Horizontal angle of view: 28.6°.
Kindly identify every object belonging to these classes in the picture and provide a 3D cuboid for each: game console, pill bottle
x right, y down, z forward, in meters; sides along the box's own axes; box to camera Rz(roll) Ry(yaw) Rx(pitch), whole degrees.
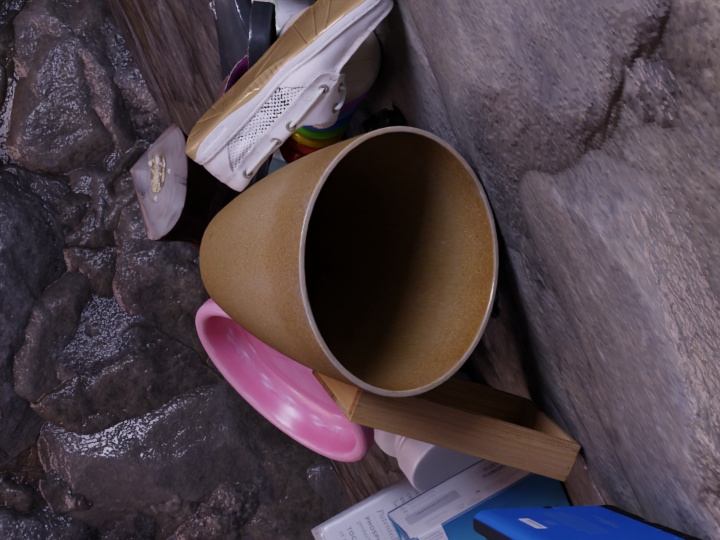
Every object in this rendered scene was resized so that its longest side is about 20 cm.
[{"bbox_3d":[0.183,0.238,1.010,0.200,0.168,0.120,164,106,-80],"label":"game console"},{"bbox_3d":[0.045,0.111,1.398,0.201,0.113,0.114,56,168,35],"label":"pill bottle"}]

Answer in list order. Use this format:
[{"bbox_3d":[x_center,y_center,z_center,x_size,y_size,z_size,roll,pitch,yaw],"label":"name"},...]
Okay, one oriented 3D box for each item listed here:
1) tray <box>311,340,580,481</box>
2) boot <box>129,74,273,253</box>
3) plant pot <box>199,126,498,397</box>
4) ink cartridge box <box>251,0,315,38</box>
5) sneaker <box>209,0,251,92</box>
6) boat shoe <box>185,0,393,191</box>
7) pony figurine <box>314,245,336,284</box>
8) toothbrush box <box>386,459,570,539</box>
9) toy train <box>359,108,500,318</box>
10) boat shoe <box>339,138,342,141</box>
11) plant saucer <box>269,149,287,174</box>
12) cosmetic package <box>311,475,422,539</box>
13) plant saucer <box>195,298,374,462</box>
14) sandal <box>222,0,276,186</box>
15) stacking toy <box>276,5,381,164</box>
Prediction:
[{"bbox_3d":[0.067,0.111,1.120,0.198,0.037,0.099,19,-170,-24],"label":"tray"},{"bbox_3d":[-0.137,-0.106,1.222,0.200,0.063,0.189,29,-116,-73],"label":"boot"},{"bbox_3d":[-0.029,-0.008,1.060,0.199,0.186,0.188,2,122,52],"label":"plant pot"},{"bbox_3d":[-0.079,-0.274,1.240,0.146,0.047,0.202,113,147,-77],"label":"ink cartridge box"},{"bbox_3d":[-0.125,-0.234,1.545,0.107,0.074,0.200,67,162,6],"label":"sneaker"},{"bbox_3d":[-0.041,-0.137,1.052,0.069,0.200,0.071,42,-158,-21],"label":"boat shoe"},{"bbox_3d":[0.000,0.000,1.255,0.193,0.167,0.200,41,180,-5],"label":"pony figurine"},{"bbox_3d":[0.135,0.281,1.277,0.202,0.145,0.085,64,171,-13],"label":"toothbrush box"},{"bbox_3d":[0.053,-0.043,1.139,0.201,0.045,0.034,60,170,19],"label":"toy train"},{"bbox_3d":[-0.060,-0.158,1.396,0.203,0.074,0.086,59,179,-37],"label":"boat shoe"},{"bbox_3d":[-0.055,-0.067,1.395,0.198,0.028,0.201,25,151,15],"label":"plant saucer"},{"bbox_3d":[0.075,0.293,1.465,0.168,0.199,0.167,61,170,7],"label":"cosmetic package"},{"bbox_3d":[-0.061,0.089,1.283,0.200,0.051,0.201,35,156,18],"label":"plant saucer"},{"bbox_3d":[-0.094,-0.146,1.170,0.201,0.047,0.076,95,179,-55],"label":"sandal"},{"bbox_3d":[-0.039,-0.138,1.187,0.086,0.085,0.200,60,162,14],"label":"stacking toy"}]
